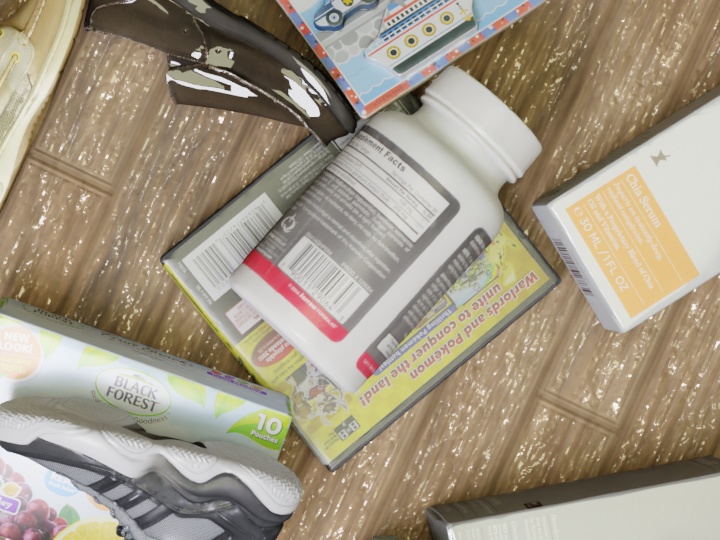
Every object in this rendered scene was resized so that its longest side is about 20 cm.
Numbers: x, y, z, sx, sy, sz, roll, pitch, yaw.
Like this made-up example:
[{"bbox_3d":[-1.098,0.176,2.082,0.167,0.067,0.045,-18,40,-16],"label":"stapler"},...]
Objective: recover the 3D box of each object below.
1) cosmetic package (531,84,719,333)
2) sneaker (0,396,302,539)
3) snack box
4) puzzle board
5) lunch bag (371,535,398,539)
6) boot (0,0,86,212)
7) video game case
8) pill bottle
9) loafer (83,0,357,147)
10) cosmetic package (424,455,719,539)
[{"bbox_3d":[0.224,-0.053,1.768,0.200,0.071,0.102,-33,94,-4],"label":"cosmetic package"},{"bbox_3d":[-0.143,0.152,1.674,0.199,0.075,0.114,16,99,-9],"label":"sneaker"},{"bbox_3d":[-0.160,0.118,1.733,0.199,0.053,0.143,19,100,-6],"label":"snack box"},{"bbox_3d":[0.042,-0.210,1.740,0.200,0.017,0.151,-34,72,-7],"label":"puzzle board"},{"bbox_3d":[0.008,0.274,1.708,0.117,0.164,0.201,4,91,-7],"label":"lunch bag"},{"bbox_3d":[-0.268,-0.140,1.718,0.155,0.073,0.201,23,95,-8],"label":"boot"},{"bbox_3d":[0.000,0.000,1.771,0.200,0.026,0.181,-39,94,-4],"label":"video game case"},{"bbox_3d":[0.020,-0.030,1.704,0.111,0.111,0.200,43,87,-5],"label":"pill bottle"},{"bbox_3d":[-0.093,-0.133,1.739,0.200,0.073,0.072,33,92,6],"label":"loafer"},{"bbox_3d":[0.152,0.180,1.750,0.199,0.107,0.091,-13,92,-7],"label":"cosmetic package"}]
